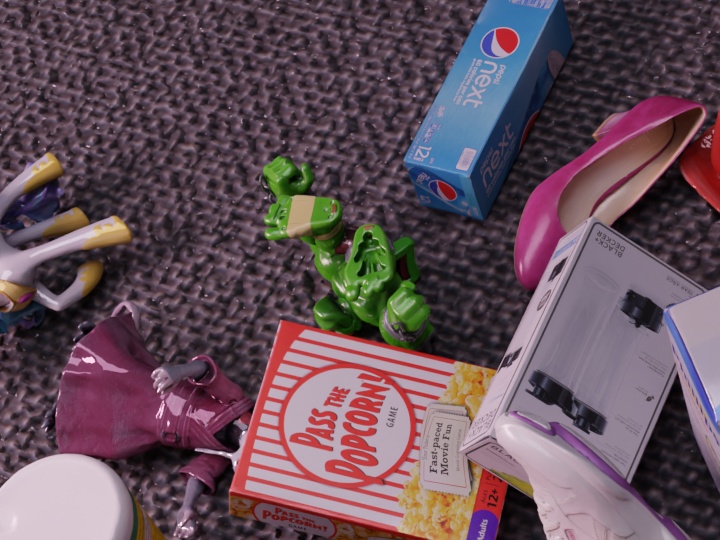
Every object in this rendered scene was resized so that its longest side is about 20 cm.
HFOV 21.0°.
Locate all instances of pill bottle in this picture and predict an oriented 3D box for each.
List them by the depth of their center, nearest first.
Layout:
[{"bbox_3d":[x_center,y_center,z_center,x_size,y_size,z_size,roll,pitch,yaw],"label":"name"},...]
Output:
[{"bbox_3d":[-0.186,0.227,1.408,0.113,0.200,0.113,-8,54,12],"label":"pill bottle"}]

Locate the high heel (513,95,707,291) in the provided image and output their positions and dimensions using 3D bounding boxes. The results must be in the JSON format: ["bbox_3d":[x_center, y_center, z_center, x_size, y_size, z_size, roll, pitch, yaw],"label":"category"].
[{"bbox_3d":[0.200,-0.062,1.549,0.200,0.067,0.096,-48,22,-29],"label":"high heel"}]

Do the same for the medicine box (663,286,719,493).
[{"bbox_3d":[0.322,0.080,1.341,0.182,0.200,0.103,-22,53,2],"label":"medicine box"}]

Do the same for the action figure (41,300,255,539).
[{"bbox_3d":[-0.145,0.120,1.556,0.200,0.134,0.149,15,19,13],"label":"action figure"}]

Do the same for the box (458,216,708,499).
[{"bbox_3d":[0.168,0.075,1.449,0.117,0.060,0.200,31,65,-10],"label":"box"}]

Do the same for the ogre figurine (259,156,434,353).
[{"bbox_3d":[0.000,0.000,1.554,0.200,0.120,0.098,23,70,31],"label":"ogre figurine"}]

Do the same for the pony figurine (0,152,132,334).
[{"bbox_3d":[-0.325,-0.017,1.671,0.200,0.167,0.193,-34,59,-26],"label":"pony figurine"}]

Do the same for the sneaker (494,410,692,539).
[{"bbox_3d":[0.156,0.183,1.351,0.100,0.200,0.075,-44,10,4],"label":"sneaker"}]

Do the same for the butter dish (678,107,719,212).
[{"bbox_3d":[0.365,-0.115,1.496,0.200,0.148,0.199,-36,53,-8],"label":"butter dish"}]

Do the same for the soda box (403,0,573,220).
[{"bbox_3d":[0.111,-0.145,1.649,0.064,0.068,0.200,16,63,26],"label":"soda box"}]

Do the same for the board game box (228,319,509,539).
[{"bbox_3d":[0.016,0.133,1.469,0.200,0.046,0.152,12,60,5],"label":"board game box"}]
